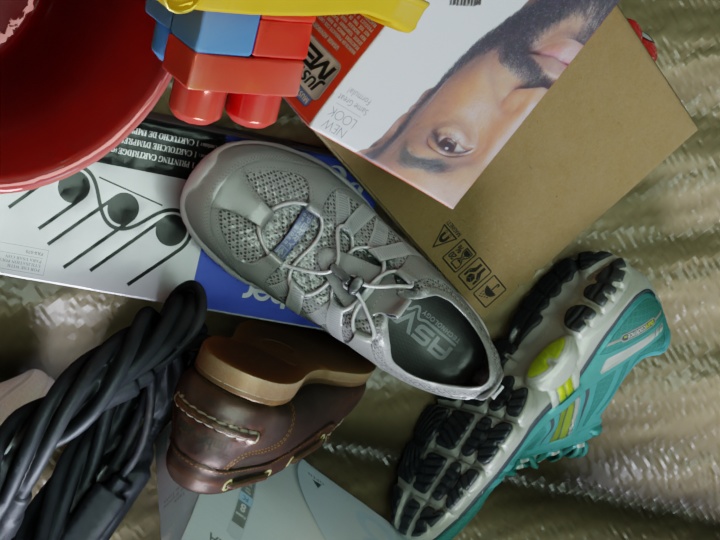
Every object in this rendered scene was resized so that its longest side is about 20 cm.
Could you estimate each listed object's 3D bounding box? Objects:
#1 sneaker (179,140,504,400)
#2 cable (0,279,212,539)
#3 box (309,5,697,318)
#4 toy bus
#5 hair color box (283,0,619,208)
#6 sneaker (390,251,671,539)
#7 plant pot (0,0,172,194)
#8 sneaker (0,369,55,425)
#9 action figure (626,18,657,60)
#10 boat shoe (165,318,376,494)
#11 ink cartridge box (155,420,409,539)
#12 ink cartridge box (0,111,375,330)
[{"bbox_3d":[0.000,0.000,1.076,0.200,0.082,0.075,32,89,-24],"label":"sneaker"},{"bbox_3d":[-0.143,0.085,1.051,0.051,0.163,0.200,38,98,16],"label":"cable"},{"bbox_3d":[0.076,-0.081,1.113,0.163,0.021,0.200,-41,134,1],"label":"box"},{"bbox_3d":[-0.019,-0.156,0.887,0.200,0.136,0.192,-3,115,-31],"label":"toy bus"},{"bbox_3d":[0.058,-0.139,0.998,0.111,0.064,0.200,26,108,-43],"label":"hair color box"},{"bbox_3d":[0.099,0.082,1.184,0.200,0.077,0.080,-46,120,-7],"label":"sneaker"},{"bbox_3d":[-0.191,-0.144,0.975,0.200,0.177,0.201,-4,101,-20],"label":"plant pot"},{"bbox_3d":[-0.245,0.088,1.059,0.200,0.075,0.081,-25,89,-20],"label":"sneaker"},{"bbox_3d":[0.088,-0.141,1.131,0.200,0.065,0.052,18,55,-38],"label":"action figure"},{"bbox_3d":[-0.050,0.068,1.075,0.070,0.200,0.070,24,99,16],"label":"boat shoe"},{"bbox_3d":[-0.029,0.163,1.081,0.160,0.200,0.047,39,104,-22],"label":"ink cartridge box"},{"bbox_3d":[-0.095,-0.031,1.104,0.200,0.044,0.094,11,98,-22],"label":"ink cartridge box"}]
